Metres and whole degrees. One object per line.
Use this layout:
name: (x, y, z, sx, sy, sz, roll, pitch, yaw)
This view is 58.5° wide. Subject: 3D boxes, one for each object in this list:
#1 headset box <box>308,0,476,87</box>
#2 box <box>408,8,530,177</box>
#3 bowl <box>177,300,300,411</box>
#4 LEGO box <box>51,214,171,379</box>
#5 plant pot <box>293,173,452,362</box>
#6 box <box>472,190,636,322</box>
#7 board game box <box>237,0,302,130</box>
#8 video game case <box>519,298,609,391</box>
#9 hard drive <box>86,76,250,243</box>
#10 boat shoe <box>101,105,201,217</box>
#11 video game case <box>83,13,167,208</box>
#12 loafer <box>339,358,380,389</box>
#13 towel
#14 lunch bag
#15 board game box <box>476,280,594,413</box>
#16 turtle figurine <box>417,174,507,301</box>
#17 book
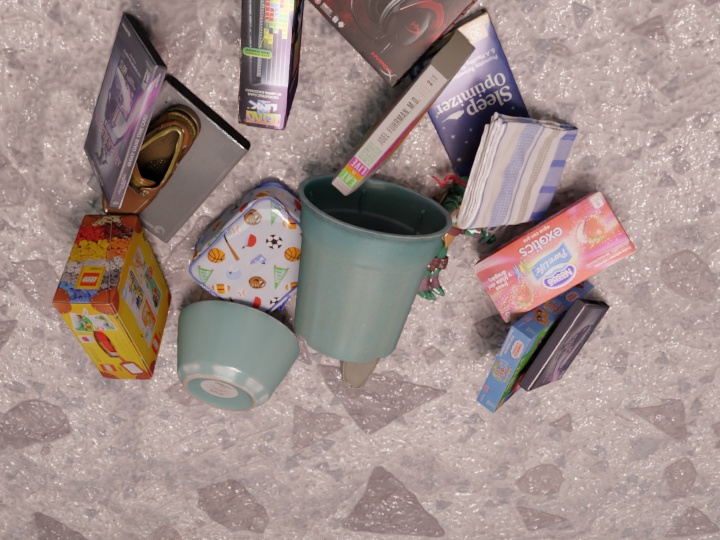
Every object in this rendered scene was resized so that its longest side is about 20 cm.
headset box: (0.059, -0.340, 0.745, 0.149, 0.075, 0.200, 45, 112, -7)
box: (0.150, -0.222, 0.854, 0.120, 0.032, 0.201, -25, 118, 15)
bowl: (-0.201, 0.146, 0.992, 0.199, 0.106, 0.201, 8, 145, 6)
LEGO box: (-0.342, 0.042, 0.913, 0.076, 0.150, 0.201, 1, 143, 1)
plant pot: (0.000, 0.000, 0.850, 0.199, 0.201, 0.197, 11, 116, -5)
box: (0.271, -0.022, 0.913, 0.199, 0.103, 0.095, -32, 88, 17)
board game box: (-0.096, -0.273, 0.731, 0.056, 0.201, 0.166, 5, 121, -4)
video game case: (0.305, 0.107, 0.947, 0.019, 0.200, 0.143, 36, 104, 25)
hard drive: (-0.270, -0.149, 0.904, 0.139, 0.033, 0.200, 39, 114, -20)
boat shoe: (-0.290, -0.134, 0.854, 0.072, 0.068, 0.200, 34, 116, -19)
video game case: (-0.304, -0.201, 0.819, 0.019, 0.143, 0.201, 4, 127, -42)
loafer: (0.006, 0.116, 1.031, 0.069, 0.070, 0.201, 10, 120, -5)
towel: (0.208, -0.124, 0.835, 0.199, 0.024, 0.148, -7, 121, -44)
lunch bag: (-0.146, -0.021, 0.953, 0.200, 0.076, 0.160, -39, 117, 22)
board game box: (0.261, 0.106, 0.954, 0.037, 0.199, 0.152, 36, 132, 26)
turtle figurine: (0.135, -0.058, 0.915, 0.149, 0.100, 0.201, 5, 115, -53)
book: (0.052, -0.187, 0.786, 0.048, 0.134, 0.200, 41, 129, -6)
